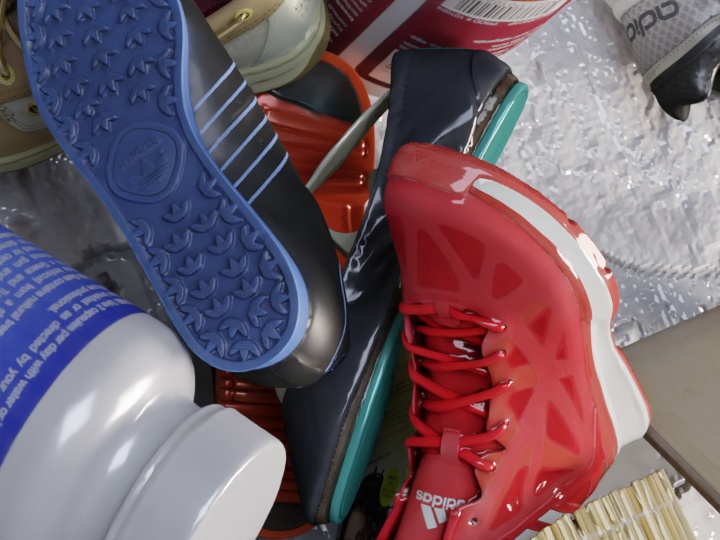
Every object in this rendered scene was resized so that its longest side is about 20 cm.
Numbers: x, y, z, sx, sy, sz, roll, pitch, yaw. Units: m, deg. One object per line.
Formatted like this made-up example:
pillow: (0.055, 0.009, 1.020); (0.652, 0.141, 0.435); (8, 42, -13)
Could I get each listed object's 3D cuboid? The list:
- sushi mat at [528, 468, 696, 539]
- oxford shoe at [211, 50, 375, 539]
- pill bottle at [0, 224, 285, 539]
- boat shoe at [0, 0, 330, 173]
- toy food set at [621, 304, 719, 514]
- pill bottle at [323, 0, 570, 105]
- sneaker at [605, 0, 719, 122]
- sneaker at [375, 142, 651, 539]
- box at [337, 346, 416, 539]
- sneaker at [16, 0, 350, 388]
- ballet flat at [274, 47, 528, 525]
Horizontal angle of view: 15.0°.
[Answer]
sushi mat: (0.123, 0.183, 1.051); (0.096, 0.012, 0.200); (-24, 88, -27)
oxford shoe: (-0.032, 0.012, 1.142); (0.071, 0.073, 0.200); (9, 82, -22)
pill bottle: (-0.132, 0.048, 1.000); (0.200, 0.112, 0.112); (31, 64, 15)
boat shoe: (-0.115, -0.094, 1.099); (0.200, 0.066, 0.074); (-17, 58, 4)
toy food set: (0.184, 0.096, 1.159); (0.143, 0.060, 0.200); (-19, 55, -44)
pill bottle: (0.032, -0.138, 1.135); (0.113, 0.200, 0.113); (6, 72, -20)
sneaker: (0.211, -0.111, 1.269); (0.200, 0.074, 0.088); (-7, 77, -18)
sneaker: (0.044, 0.049, 1.032); (0.116, 0.078, 0.200); (-58, 138, -21)
box: (0.029, 0.084, 1.140); (0.050, 0.075, 0.200); (18, 68, -18)
sneaker: (-0.065, -0.043, 1.037); (0.070, 0.078, 0.200); (-29, 72, 12)
ballet flat: (0.000, 0.000, 1.086); (0.073, 0.073, 0.200); (25, 82, -13)
